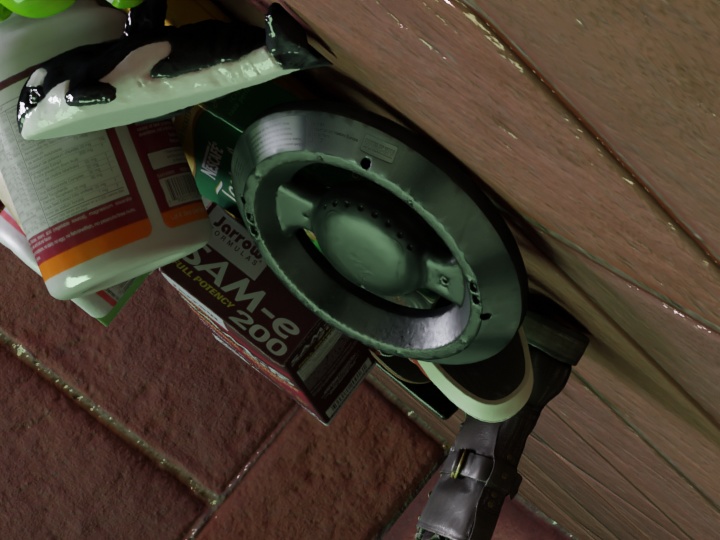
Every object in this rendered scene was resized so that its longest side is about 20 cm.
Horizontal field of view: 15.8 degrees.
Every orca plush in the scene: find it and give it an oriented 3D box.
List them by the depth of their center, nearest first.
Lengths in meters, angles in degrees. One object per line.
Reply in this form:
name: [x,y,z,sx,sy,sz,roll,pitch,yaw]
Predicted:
orca plush: [-0.116,-0.129,1.466,0.199,0.072,0.105,-14,174,43]

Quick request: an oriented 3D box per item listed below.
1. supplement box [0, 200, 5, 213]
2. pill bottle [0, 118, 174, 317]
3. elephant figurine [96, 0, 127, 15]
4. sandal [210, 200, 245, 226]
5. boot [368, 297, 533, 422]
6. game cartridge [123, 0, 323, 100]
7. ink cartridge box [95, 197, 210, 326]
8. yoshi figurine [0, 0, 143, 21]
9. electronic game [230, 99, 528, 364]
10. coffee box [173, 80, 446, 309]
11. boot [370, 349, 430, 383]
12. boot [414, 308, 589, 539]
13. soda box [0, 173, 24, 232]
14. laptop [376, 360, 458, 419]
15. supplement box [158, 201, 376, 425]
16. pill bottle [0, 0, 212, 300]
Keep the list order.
supplement box: [-0.266,-0.147,1.965,0.131,0.200,0.103,38,177,6]
pill bottle: [-0.171,-0.073,1.914,0.109,0.200,0.109,39,176,3]
elephant figurine: [-0.216,-0.157,1.771,0.200,0.155,0.142,45,166,8]
sandal: [-0.081,-0.057,1.777,0.200,0.054,0.082,55,-175,30]
boot: [0.046,0.044,1.732,0.200,0.072,0.145,53,160,28]
game cartridge: [-0.101,-0.150,1.678,0.200,0.032,0.176,43,175,-18]
ink cartridge box: [-0.175,-0.064,2.043,0.059,0.200,0.104,37,175,29]
yoshi figurine: [-0.205,-0.204,1.490,0.200,0.112,0.113,33,167,35]
electronic game: [0.010,-0.020,1.525,0.199,0.042,0.201,25,146,18]
coffee box: [-0.027,-0.048,1.612,0.199,0.044,0.123,33,157,2]
boot: [0.000,0.000,1.860,0.200,0.073,0.076,56,163,14]
boot: [0.079,0.108,1.762,0.069,0.175,0.200,25,178,-10]
soda box: [-0.234,-0.098,1.834,0.067,0.064,0.200,-15,-123,-41]
laptop: [0.024,0.052,2.106,0.187,0.116,0.200,38,-141,11]
supplement box: [-0.058,0.032,1.720,0.109,0.061,0.200,37,173,15]
pill bottle: [-0.173,-0.092,1.583,0.110,0.109,0.201,128,121,-86]
